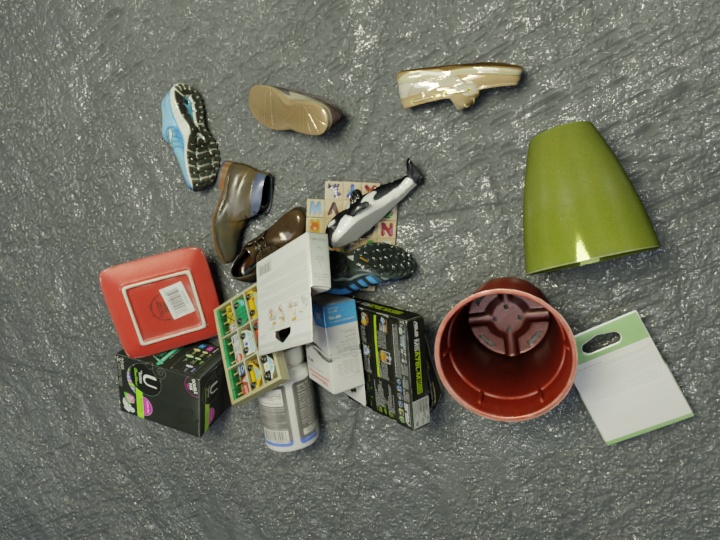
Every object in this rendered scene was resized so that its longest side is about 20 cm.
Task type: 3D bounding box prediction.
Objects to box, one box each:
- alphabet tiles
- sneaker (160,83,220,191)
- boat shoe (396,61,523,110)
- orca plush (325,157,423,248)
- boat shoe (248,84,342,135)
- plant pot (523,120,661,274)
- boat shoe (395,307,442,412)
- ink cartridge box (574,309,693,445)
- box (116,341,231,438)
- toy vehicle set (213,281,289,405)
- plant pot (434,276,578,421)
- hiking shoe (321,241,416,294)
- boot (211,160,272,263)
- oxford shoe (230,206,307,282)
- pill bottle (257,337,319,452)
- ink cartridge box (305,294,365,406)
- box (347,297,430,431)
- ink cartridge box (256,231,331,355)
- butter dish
[{"bbox_3d":[-0.018,-0.061,0.952,0.165,0.006,0.201,3,104,0],"label":"alphabet tiles"},{"bbox_3d":[-0.340,-0.254,1.016,0.090,0.078,0.201,-6,98,38],"label":"sneaker"},{"bbox_3d":[0.159,-0.295,0.838,0.199,0.074,0.070,3,115,19],"label":"boat shoe"},{"bbox_3d":[0.009,-0.125,0.899,0.200,0.105,0.071,-44,68,13],"label":"orca plush"},{"bbox_3d":[-0.118,-0.287,0.928,0.199,0.065,0.072,22,118,32],"label":"boat shoe"},{"bbox_3d":[0.322,-0.110,0.780,0.186,0.187,0.201,-13,83,20],"label":"plant pot"},{"bbox_3d":[0.096,0.166,0.963,0.071,0.061,0.202,-24,94,22],"label":"boat shoe"},{"bbox_3d":[0.431,0.175,0.863,0.145,0.048,0.201,-29,92,22],"label":"ink cartridge box"},{"bbox_3d":[-0.389,0.232,1.095,0.199,0.124,0.149,13,114,14],"label":"box"},{"bbox_3d":[-0.210,0.137,0.982,0.124,0.026,0.201,-31,61,22],"label":"toy vehicle set"},{"bbox_3d":[0.234,0.104,0.832,0.199,0.195,0.202,4,103,17],"label":"plant pot"},{"bbox_3d":[0.000,0.000,0.935,0.199,0.087,0.075,-2,62,-15],"label":"hiking shoe"},{"bbox_3d":[-0.226,-0.105,0.999,0.096,0.075,0.201,10,103,19],"label":"boot"},{"bbox_3d":[-0.172,-0.043,0.988,0.200,0.084,0.073,-45,74,18],"label":"oxford shoe"},{"bbox_3d":[-0.148,0.243,1.033,0.113,0.114,0.201,-3,101,19],"label":"pill bottle"},{"bbox_3d":[-0.052,0.150,0.960,0.116,0.067,0.201,10,108,62],"label":"ink cartridge box"},{"bbox_3d":[0.040,0.162,0.939,0.193,0.047,0.201,10,109,54],"label":"box"},{"bbox_3d":[-0.116,0.046,0.877,0.200,0.043,0.175,-22,68,52],"label":"ink cartridge box"},{"bbox_3d":[-0.399,0.048,1.059,0.198,0.148,0.201,-16,114,-14],"label":"butter dish"}]
